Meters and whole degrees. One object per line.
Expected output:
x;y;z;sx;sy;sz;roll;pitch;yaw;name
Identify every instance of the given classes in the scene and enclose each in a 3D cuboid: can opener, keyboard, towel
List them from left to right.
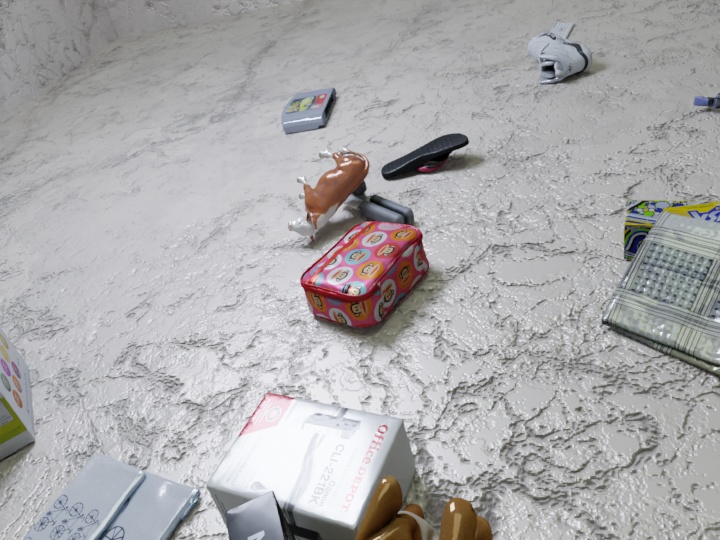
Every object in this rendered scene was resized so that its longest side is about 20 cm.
0.021;-0.132;1.230;0.052;0.068;0.198;-32;43;-26;can opener
0.538;-0.640;1.756;0.055;0.011;0.201;5;41;28;keyboard
0.435;0.022;0.818;0.197;0.035;0.195;25;73;43;towel

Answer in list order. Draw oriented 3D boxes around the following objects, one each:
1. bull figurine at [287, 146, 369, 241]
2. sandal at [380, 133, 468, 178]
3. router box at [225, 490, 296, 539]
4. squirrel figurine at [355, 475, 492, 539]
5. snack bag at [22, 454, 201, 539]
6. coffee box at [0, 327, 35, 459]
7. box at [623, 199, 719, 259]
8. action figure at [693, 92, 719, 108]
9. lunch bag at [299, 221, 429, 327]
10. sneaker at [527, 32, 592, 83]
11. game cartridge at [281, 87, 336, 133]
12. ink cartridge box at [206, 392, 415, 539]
-0.068;-0.152;1.227;0.199;0.065;0.122;-42;51;1;bull figurine
0.137;-0.230;1.340;0.195;0.046;0.076;-22;26;19;sandal
-0.058;0.325;0.550;0.051;0.161;0.201;-19;34;-7;router box
0.076;0.312;0.565;0.182;0.143;0.203;18;60;25;squirrel figurine
-0.318;0.321;0.782;0.194;0.022;0.190;6;41;29;snack bag
-0.626;0.176;0.947;0.196;0.202;0.199;-27;36;-17;coffee box
0.488;-0.056;0.930;0.194;0.066;0.071;4;39;27;box
0.743;-0.355;1.206;0.195;0.108;0.192;15;35;33;action figure
0.000;0.000;1.045;0.172;0.084;0.200;10;41;39;lunch bag
0.456;-0.518;1.564;0.113;0.077;0.199;-27;39;-20;sneaker
-0.142;-0.433;1.728;0.129;0.042;0.203;-10;35;17;game cartridge
-0.052;0.234;0.735;0.194;0.086;0.145;5;39;27;ink cartridge box
